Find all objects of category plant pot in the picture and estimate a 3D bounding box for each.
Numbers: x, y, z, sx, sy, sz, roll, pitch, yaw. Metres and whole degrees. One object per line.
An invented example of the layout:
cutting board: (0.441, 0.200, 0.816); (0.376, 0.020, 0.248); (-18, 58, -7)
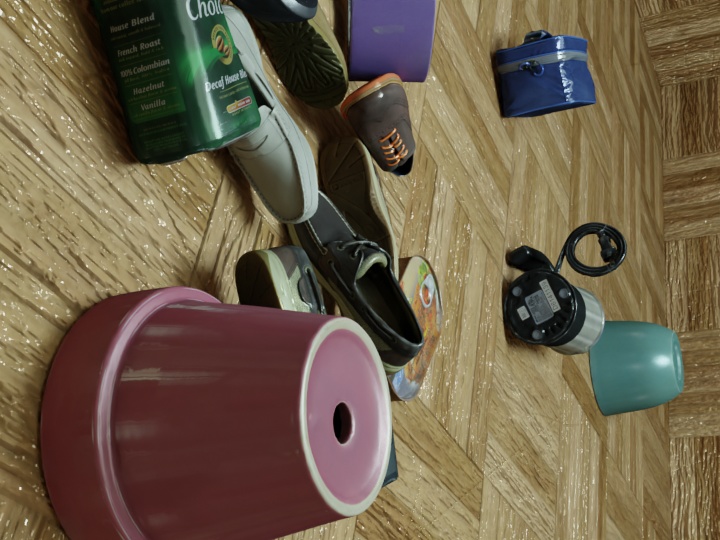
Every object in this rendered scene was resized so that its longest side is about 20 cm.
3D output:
plant pot: (0.580, 0.196, 1.955); (0.200, 0.160, 0.202); (27, 59, -58)
plant pot: (-0.084, 0.104, 0.645); (0.200, 0.178, 0.202); (30, 56, -58)

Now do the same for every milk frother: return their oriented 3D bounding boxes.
milk frother: (0.347, 0.032, 1.498); (0.188, 0.199, 0.182); (18, 63, -61)

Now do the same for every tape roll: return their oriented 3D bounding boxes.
tape roll: (0.029, -0.300, 0.989); (0.200, 0.084, 0.202); (-179, -90, -89)

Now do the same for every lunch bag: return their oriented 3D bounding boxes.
lunch bag: (0.311, -0.337, 1.598); (0.200, 0.135, 0.133); (-17, 97, -62)

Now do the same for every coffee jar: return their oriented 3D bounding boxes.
coffee jar: (-0.148, -0.187, 0.702); (0.104, 0.085, 0.201); (-44, 121, -58)

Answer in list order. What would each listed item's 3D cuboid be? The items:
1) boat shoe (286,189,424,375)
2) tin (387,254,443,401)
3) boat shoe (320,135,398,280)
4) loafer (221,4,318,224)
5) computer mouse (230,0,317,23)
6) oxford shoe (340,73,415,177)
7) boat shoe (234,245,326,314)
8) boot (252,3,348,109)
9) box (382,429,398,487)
boat shoe: (0.000, 0.000, 0.896); (0.073, 0.065, 0.201); (-27, 82, -45)
tin: (0.047, 0.063, 1.072); (0.200, 0.042, 0.113); (-61, 140, -50)
boat shoe: (0.007, -0.038, 0.984); (0.072, 0.072, 0.201); (25, 50, -66)
loafer: (-0.097, -0.127, 0.806); (0.201, 0.070, 0.070); (64, 25, -15)
computer mouse: (-0.117, -0.284, 0.798); (0.200, 0.053, 0.139); (47, 29, -21)
oxford shoe: (0.031, -0.150, 0.993); (0.073, 0.071, 0.200); (61, 6, 10)
boat shoe: (-0.040, 0.075, 0.762); (0.066, 0.072, 0.202); (-19, 92, -36)
boot: (-0.044, -0.292, 0.961); (0.176, 0.066, 0.201); (61, 32, -38)
box: (-0.033, 0.140, 0.881); (0.200, 0.046, 0.160); (-2, 85, -63)
